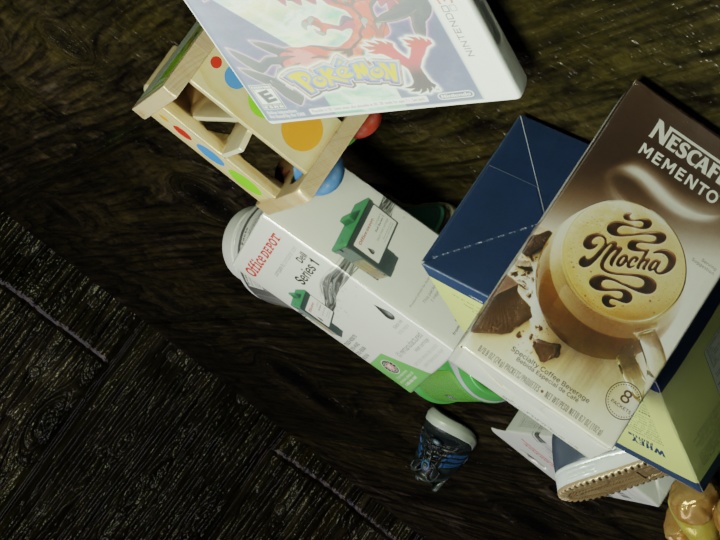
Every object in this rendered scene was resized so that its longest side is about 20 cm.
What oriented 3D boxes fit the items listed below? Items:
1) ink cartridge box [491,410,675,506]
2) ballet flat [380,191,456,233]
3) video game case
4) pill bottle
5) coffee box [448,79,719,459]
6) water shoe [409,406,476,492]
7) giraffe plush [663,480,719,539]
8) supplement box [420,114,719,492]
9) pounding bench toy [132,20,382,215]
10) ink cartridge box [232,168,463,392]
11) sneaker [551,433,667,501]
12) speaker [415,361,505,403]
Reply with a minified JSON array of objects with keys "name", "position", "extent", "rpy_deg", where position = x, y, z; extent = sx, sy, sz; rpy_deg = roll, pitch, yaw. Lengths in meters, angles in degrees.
[{"name":"ink cartridge box","position":[0.228,0.171,1.820],"extent":[0.116,0.068,0.200],"rpy_deg":[39,166,-17]},{"name":"ballet flat","position":[0.038,-0.029,1.620],"extent":[0.062,0.068,0.199],"rpy_deg":[32,171,-31]},{"name":"video game case","position":[-0.014,-0.167,1.164],"extent":[0.198,0.023,0.183],"rpy_deg":[-2,143,30]},{"name":"pill bottle","position":[-0.059,-0.016,1.802],"extent":[0.111,0.111,0.199],"rpy_deg":[42,165,-29]},{"name":"coffee box","position":[0.157,0.000,1.120],"extent":[0.112,0.201,0.080],"rpy_deg":[33,170,3]},{"name":"water shoe","position":[0.105,0.241,2.345],"extent":[0.071,0.079,0.200],"rpy_deg":[31,166,16]},{"name":"giraffe plush","position":[0.355,0.313,1.727],"extent":[0.171,0.164,0.200],"rpy_deg":[13,159,30]},{"name":"supplement box","position":[0.181,0.026,1.290],"extent":[0.199,0.135,0.200],"rpy_deg":[28,165,31]},{"name":"pounding bench toy","position":[-0.080,-0.131,1.426],"extent":[0.156,0.125,0.200],"rpy_deg":[38,167,-13]},{"name":"ink cartridge box","position":[0.000,0.000,1.532],"extent":[0.199,0.085,0.146],"rpy_deg":[34,157,-2]},{"name":"sneaker","position":[0.249,0.116,1.520],"extent":[0.198,0.110,0.070],"rpy_deg":[-20,152,19]},{"name":"speaker","position":[0.107,0.092,1.819],"extent":[0.088,0.089,0.200],"rpy_deg":[38,167,-10]}]
